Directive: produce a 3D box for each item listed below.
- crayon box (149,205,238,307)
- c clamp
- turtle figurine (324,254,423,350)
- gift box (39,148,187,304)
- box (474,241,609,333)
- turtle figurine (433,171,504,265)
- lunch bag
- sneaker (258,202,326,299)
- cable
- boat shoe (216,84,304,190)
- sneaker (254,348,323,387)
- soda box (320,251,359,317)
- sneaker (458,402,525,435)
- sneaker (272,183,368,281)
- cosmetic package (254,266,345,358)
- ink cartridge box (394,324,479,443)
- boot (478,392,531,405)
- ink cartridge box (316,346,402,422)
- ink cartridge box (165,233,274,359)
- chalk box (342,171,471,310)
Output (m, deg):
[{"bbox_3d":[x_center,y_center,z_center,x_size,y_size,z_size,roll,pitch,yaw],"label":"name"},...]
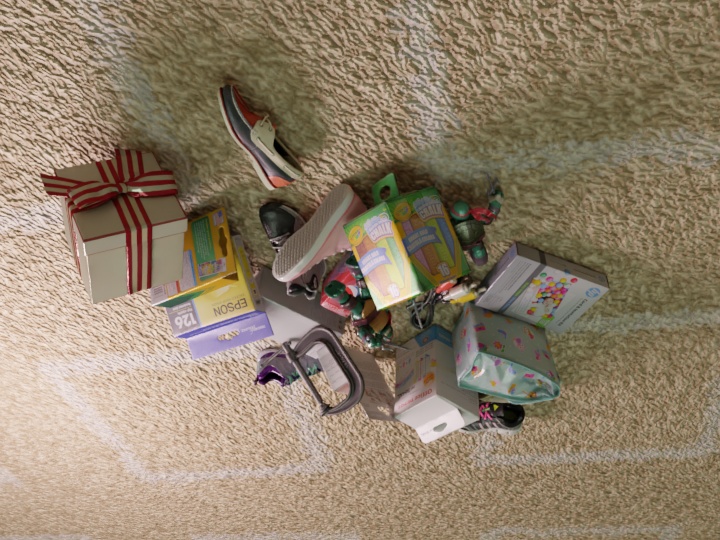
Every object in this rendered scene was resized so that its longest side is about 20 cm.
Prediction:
[{"bbox_3d":[-0.297,-0.021,1.222,0.199,0.126,0.052,-20,164,25],"label":"crayon box"},{"bbox_3d":[-0.085,0.203,1.317,0.171,0.200,0.027,-47,157,15],"label":"c clamp"},{"bbox_3d":[0.025,0.074,1.189,0.100,0.150,0.200,-12,129,39],"label":"turtle figurine"},{"bbox_3d":[-0.403,-0.086,1.108,0.184,0.200,0.187,-22,151,-31],"label":"gift box"},{"bbox_3d":[0.342,0.037,1.291,0.199,0.041,0.156,18,136,-15],"label":"box"},{"bbox_3d":[0.170,-0.075,1.151,0.149,0.101,0.200,-3,142,8],"label":"turtle figurine"},{"bbox_3d":[0.291,0.164,1.332,0.199,0.171,0.122,16,126,-11],"label":"lunch bag"},{"bbox_3d":[-0.121,-0.022,1.215,0.075,0.116,0.200,-17,133,22],"label":"sneaker"},{"bbox_3d":[0.147,0.058,1.323,0.097,0.050,0.200,30,131,-20],"label":"cable"},{"bbox_3d":[-0.155,-0.209,1.054,0.062,0.071,0.200,-17,134,14],"label":"boat shoe"},{"bbox_3d":[-0.135,0.225,1.498,0.199,0.088,0.075,-2,137,8],"label":"sneaker"},{"bbox_3d":[0.000,0.000,1.260,0.063,0.070,0.200,24,133,-22],"label":"soda box"},{"bbox_3d":[0.299,0.336,1.589,0.199,0.074,0.088,9,137,-11],"label":"sneaker"},{"bbox_3d":[-0.056,-0.044,1.171,0.200,0.075,0.105,-50,131,1],"label":"sneaker"},{"bbox_3d":[-0.140,0.088,1.361,0.200,0.081,0.113,29,131,-22],"label":"cosmetic package"},{"bbox_3d":[0.157,0.243,1.408,0.125,0.201,0.128,32,130,-26],"label":"ink cartridge box"},{"bbox_3d":[0.314,0.252,1.462,0.154,0.072,0.200,8,166,-6],"label":"boot"},{"bbox_3d":[0.006,0.243,1.391,0.045,0.177,0.200,-36,153,15],"label":"ink cartridge box"},{"bbox_3d":[-0.283,0.056,1.283,0.197,0.047,0.201,-19,88,22],"label":"ink cartridge box"},{"bbox_3d":[0.066,-0.056,1.105,0.124,0.124,0.201,-28,85,51],"label":"chalk box"}]
